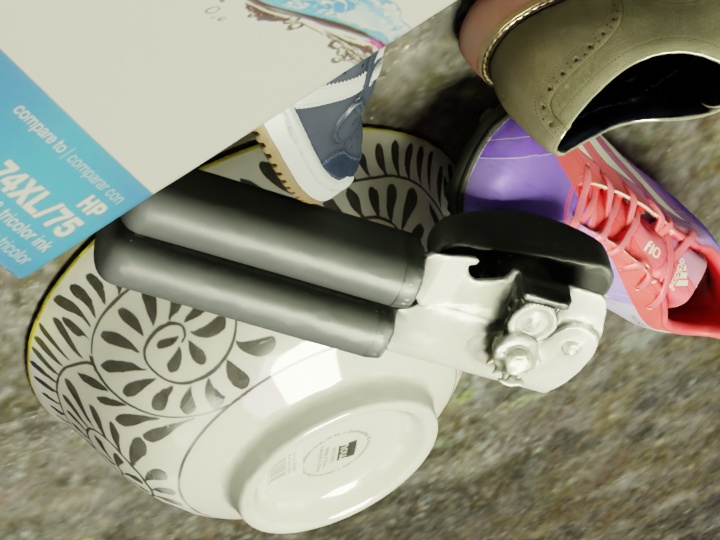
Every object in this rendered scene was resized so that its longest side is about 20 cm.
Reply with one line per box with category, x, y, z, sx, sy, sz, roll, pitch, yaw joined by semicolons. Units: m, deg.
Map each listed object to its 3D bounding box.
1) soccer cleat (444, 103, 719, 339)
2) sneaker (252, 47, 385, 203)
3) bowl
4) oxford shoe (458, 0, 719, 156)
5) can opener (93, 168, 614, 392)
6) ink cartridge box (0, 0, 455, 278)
soccer cleat;0.104;-0.017;0.917;0.068;0.073;0.200;-58;148;3
sneaker;-0.003;-0.100;0.717;0.108;0.070;0.200;-27;148;1
bowl;-0.026;0.043;0.896;0.200;0.095;0.201;-21;149;-14
oxford shoe;0.140;-0.095;0.842;0.199;0.074;0.071;-22;150;-11
can opener;0.000;0.000;0.816;0.199;0.067;0.053;13;128;-20
ink cartridge box;-0.059;-0.130;0.546;0.199;0.147;0.146;-31;150;6
